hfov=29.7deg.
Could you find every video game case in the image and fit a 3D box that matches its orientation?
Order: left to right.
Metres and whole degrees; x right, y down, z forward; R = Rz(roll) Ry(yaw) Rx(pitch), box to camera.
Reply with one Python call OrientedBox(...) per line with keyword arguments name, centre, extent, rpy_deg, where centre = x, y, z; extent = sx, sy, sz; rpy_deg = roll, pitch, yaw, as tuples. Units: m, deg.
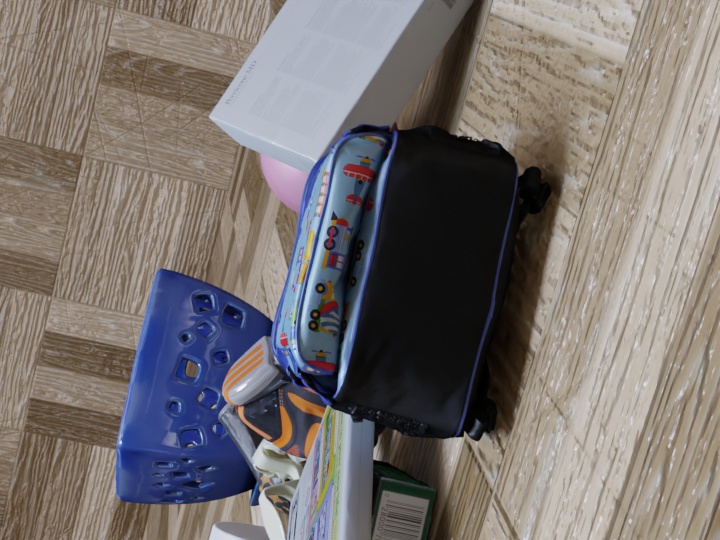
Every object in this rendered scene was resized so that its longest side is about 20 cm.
OrientedBox(name="video game case", centre=(-0.024, 0.177, 0.938), extent=(0.200, 0.022, 0.183), rpy_deg=(-87, 13, -53))

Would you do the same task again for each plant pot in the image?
OrientedBox(name="plant pot", centre=(-0.151, 0.137, 1.430), extent=(0.200, 0.179, 0.201), rpy_deg=(112, 167, -64))

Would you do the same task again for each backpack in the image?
OrientedBox(name="backpack", centre=(0.020, 0.006, 0.858), extent=(0.200, 0.134, 0.183), rpy_deg=(176, 108, -82))

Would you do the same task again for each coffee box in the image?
OrientedBox(name="coffee box", centre=(-0.001, 0.235, 0.928), extent=(0.123, 0.044, 0.201), rpy_deg=(179, 104, -79))

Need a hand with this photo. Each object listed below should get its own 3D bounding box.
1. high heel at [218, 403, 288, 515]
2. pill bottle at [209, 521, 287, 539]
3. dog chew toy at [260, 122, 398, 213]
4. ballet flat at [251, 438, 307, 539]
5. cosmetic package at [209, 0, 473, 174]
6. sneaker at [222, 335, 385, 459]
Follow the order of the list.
OrientedBox(name="high heel", centre=(-0.035, 0.118, 1.224), extent=(0.200, 0.071, 0.143), rpy_deg=(-52, 55, 19))
OrientedBox(name="pill bottle", centre=(-0.104, 0.324, 1.156), extent=(0.120, 0.119, 0.201), rpy_deg=(-177, 100, -79))
OrientedBox(name="dog chew toy", centre=(-0.022, -0.097, 1.235), extent=(0.200, 0.124, 0.125), rpy_deg=(61, -140, -79))
OrientedBox(name="ballet flat", centre=(-0.050, 0.170, 1.116), extent=(0.200, 0.068, 0.068), rpy_deg=(-102, 30, -45))
OrientedBox(name="cosmetic package", centre=(-0.014, -0.176, 1.102), extent=(0.151, 0.052, 0.200), rpy_deg=(27, 81, 43))
OrientedBox(name="sneaker", centre=(0.000, 0.067, 1.048), extent=(0.200, 0.112, 0.078), rpy_deg=(-38, 20, 14))
